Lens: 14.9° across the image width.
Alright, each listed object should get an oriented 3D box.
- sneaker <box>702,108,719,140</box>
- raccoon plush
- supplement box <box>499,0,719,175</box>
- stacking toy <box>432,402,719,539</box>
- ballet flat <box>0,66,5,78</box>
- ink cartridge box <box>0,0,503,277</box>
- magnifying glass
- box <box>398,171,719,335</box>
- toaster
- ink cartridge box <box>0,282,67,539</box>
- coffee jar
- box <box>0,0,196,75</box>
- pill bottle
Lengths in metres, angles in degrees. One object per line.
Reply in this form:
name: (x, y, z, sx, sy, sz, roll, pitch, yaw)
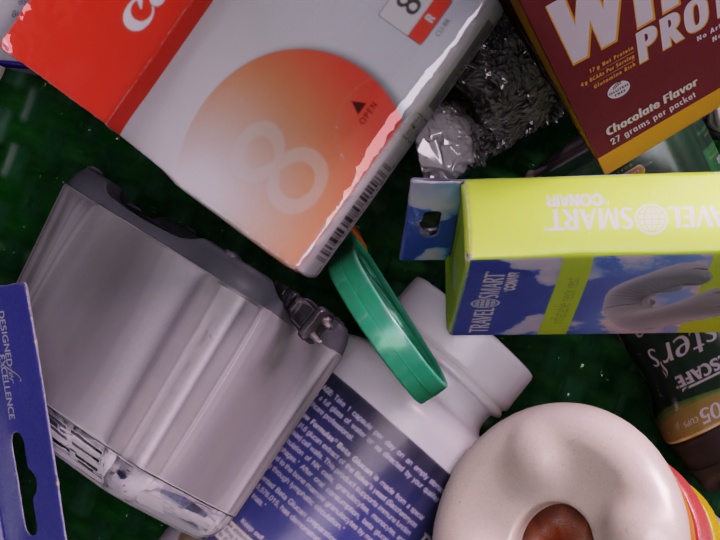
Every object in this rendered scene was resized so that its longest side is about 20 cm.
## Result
sneaker: (0.194, -0.172, 1.453, 0.087, 0.074, 0.201, -24, 125, -19)
raccoon plush: (0.093, -0.089, 1.400, 0.133, 0.201, 0.097, -9, 123, 3)
supplement box: (0.102, -0.195, 1.278, 0.132, 0.197, 0.201, -30, 56, 3)
stacking toy: (0.143, 0.148, 1.419, 0.145, 0.199, 0.147, -6, 80, 34)
ballet flat: (-0.216, -0.129, 1.428, 0.074, 0.074, 0.202, -4, 95, -6)
ink cartridge box: (-0.056, -0.119, 1.305, 0.199, 0.050, 0.163, 36, 91, 9)
magnifying glass: (0.000, 0.000, 1.391, 0.022, 0.200, 0.080, -36, 122, 3)
box: (0.121, -0.008, 1.346, 0.198, 0.122, 0.048, -1, 71, -3)
toaster: (-0.099, 0.045, 1.376, 0.113, 0.200, 0.130, 32, 88, -47)
ink cartridge box: (-0.225, 0.112, 1.375, 0.047, 0.199, 0.199, -10, 92, -41)
coffee jar: (0.175, 0.012, 1.457, 0.104, 0.085, 0.201, -30, 94, 12)
box: (-0.077, -0.190, 1.396, 0.182, 0.105, 0.202, 7, 90, 14)
pill bottle: (-0.004, 0.105, 1.431, 0.111, 0.111, 0.200, 41, 87, -5)
